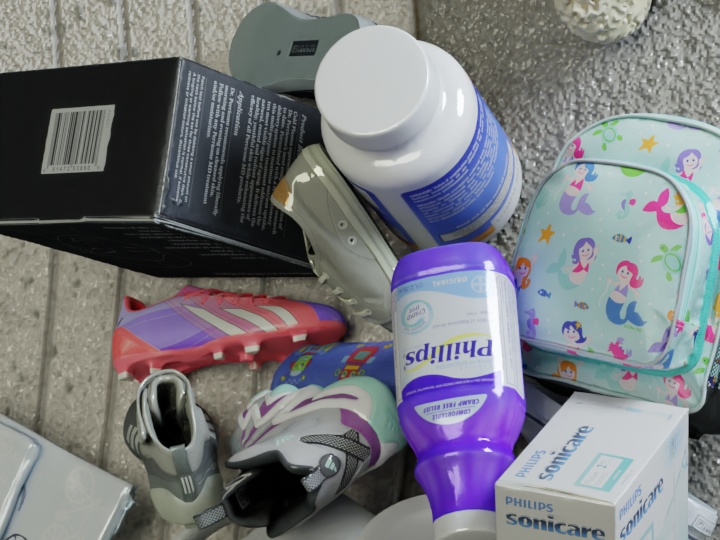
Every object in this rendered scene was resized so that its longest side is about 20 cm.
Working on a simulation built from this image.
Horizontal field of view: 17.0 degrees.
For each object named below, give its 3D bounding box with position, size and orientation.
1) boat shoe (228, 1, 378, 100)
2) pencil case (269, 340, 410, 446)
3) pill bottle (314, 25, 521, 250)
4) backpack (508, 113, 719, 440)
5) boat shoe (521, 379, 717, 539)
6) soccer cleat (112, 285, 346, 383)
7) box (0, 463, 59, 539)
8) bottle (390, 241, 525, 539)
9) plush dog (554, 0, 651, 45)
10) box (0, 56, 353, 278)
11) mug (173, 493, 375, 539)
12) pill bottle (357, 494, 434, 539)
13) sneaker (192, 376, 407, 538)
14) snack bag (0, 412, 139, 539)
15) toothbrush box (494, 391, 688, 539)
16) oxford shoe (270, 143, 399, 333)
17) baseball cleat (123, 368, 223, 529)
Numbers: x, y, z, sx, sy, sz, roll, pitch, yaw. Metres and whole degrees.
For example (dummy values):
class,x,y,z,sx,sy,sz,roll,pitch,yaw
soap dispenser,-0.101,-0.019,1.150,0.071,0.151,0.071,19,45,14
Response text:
class,x,y,z,sx,sy,sz,roll,pitch,yaw
boat shoe,-0.020,-0.154,1.827,0.200,0.091,0.071,14,84,57
pencil case,0.023,0.091,1.701,0.200,0.087,0.078,-3,45,52
pill bottle,0.038,-0.094,1.692,0.112,0.200,0.113,-6,68,16
backpack,0.195,-0.007,1.633,0.177,0.150,0.201,14,79,36
boat shoe,0.149,0.139,1.659,0.200,0.074,0.067,36,93,29
soccer cleat,-0.103,0.040,1.826,0.199,0.067,0.077,-13,67,28
box,-0.292,0.239,1.886,0.082,0.049,0.201,28,92,30
bottle,0.065,0.083,1.561,0.083,0.065,0.201,-10,63,16
plush dog,0.193,-0.276,1.676,0.160,0.172,0.201,-8,74,26
box,-0.141,-0.070,1.772,0.199,0.196,0.124,0,77,41
mug,-0.061,0.238,1.705,0.200,0.148,0.175,32,73,36
pill bottle,0.060,0.259,1.610,0.112,0.112,0.201,13,126,30
sneaker,-0.068,0.139,1.655,0.078,0.140,0.200,56,147,-5
snack bag,-0.282,0.213,1.846,0.200,0.021,0.189,25,90,30
toothbrush box,0.152,0.200,1.554,0.085,0.146,0.201,7,113,25
oxford shoe,0.000,0.000,1.723,0.058,0.200,0.075,-34,23,2
baseball cleat,-0.137,0.109,1.767,0.069,0.200,0.107,-13,113,-12
